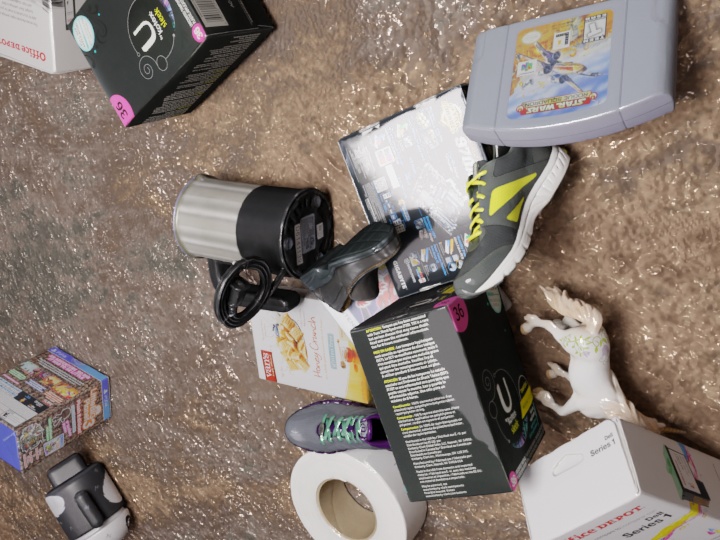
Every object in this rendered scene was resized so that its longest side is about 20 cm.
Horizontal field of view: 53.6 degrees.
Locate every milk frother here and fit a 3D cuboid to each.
[{"bbox_3d":[-0.167,-0.029,0.914,0.186,0.199,0.183,10,95,30],"label":"milk frother"}]

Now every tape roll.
[{"bbox_3d":[-0.004,0.333,1.047,0.200,0.071,0.205,13,116,29],"label":"tape roll"}]

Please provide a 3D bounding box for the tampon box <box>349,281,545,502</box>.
[{"bbox_3d":[0.102,0.125,0.790,0.125,0.150,0.202,-17,95,30],"label":"tampon box"}]

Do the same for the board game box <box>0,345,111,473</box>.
[{"bbox_3d":[-0.596,0.251,1.323,0.158,0.200,0.098,21,121,25],"label":"board game box"}]

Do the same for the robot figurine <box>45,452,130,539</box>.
[{"bbox_3d":[-0.547,0.468,1.432,0.124,0.150,0.201,-31,90,16],"label":"robot figurine"}]

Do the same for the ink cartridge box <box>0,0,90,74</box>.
[{"bbox_3d":[-0.465,-0.407,1.038,0.145,0.084,0.202,23,121,24],"label":"ink cartridge box"}]

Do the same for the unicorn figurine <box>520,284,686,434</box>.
[{"bbox_3d":[0.252,0.117,0.781,0.137,0.074,0.201,12,138,53],"label":"unicorn figurine"}]

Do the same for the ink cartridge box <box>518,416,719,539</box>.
[{"bbox_3d":[0.288,0.245,0.744,0.198,0.085,0.145,24,131,-25],"label":"ink cartridge box"}]

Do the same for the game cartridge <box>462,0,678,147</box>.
[{"bbox_3d":[0.194,-0.185,0.677,0.198,0.135,0.042,-3,151,34],"label":"game cartridge"}]

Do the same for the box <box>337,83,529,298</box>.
[{"bbox_3d":[0.081,-0.086,0.809,0.158,0.046,0.202,-20,95,25],"label":"box"}]

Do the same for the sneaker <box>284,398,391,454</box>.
[{"bbox_3d":[-0.012,0.206,0.953,0.197,0.088,0.075,-2,73,9],"label":"sneaker"}]

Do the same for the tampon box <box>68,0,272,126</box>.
[{"bbox_3d":[-0.241,-0.304,0.895,0.199,0.126,0.151,-30,91,38],"label":"tampon box"}]

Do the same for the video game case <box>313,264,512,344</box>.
[{"bbox_3d":[0.056,0.029,0.887,0.200,0.023,0.183,-41,85,24],"label":"video game case"}]

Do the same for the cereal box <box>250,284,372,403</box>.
[{"bbox_3d":[-0.069,0.100,1.013,0.198,0.039,0.146,5,111,32],"label":"cereal box"}]

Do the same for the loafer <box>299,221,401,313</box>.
[{"bbox_3d":[0.000,0.000,0.823,0.072,0.073,0.200,50,155,-7],"label":"loafer"}]

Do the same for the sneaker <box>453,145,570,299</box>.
[{"bbox_3d":[0.134,-0.063,0.723,0.084,0.201,0.074,35,158,-9],"label":"sneaker"}]
